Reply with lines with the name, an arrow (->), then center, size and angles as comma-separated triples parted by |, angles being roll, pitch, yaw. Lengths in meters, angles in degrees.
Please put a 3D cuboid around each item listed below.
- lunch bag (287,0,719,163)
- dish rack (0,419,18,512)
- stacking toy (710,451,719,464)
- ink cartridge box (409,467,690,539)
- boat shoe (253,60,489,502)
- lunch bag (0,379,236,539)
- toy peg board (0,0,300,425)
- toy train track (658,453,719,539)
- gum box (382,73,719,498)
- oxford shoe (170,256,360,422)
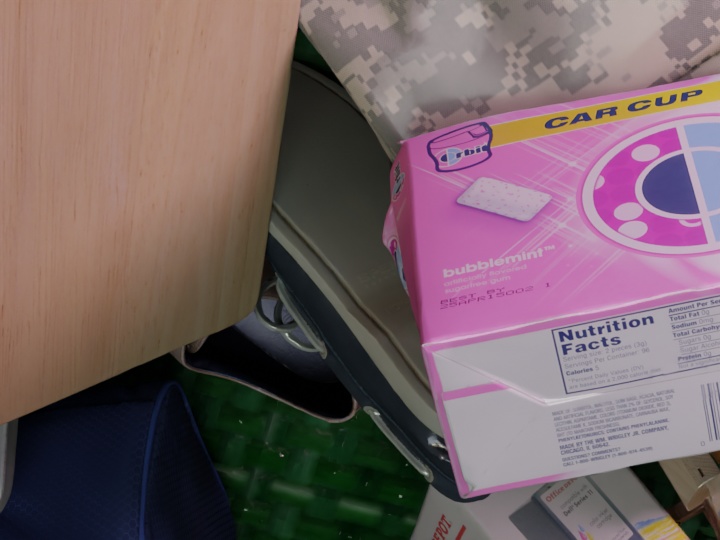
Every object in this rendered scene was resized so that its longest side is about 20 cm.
lunch bag -> 0.086, -0.104, 0.790 | 0.200, 0.139, 0.168 | -34, 120, 21
dish rack -> -0.216, 0.023, 0.878 | 0.200, 0.044, 0.172 | 2, 86, 21
stacking toy -> 0.181, 0.072, 0.854 | 0.110, 0.200, 0.116 | -27, 116, 16
ink cartridge box -> 0.082, 0.125, 0.883 | 0.067, 0.200, 0.117 | -34, 162, -18
boat shoe -> 0.000, 0.000, 0.849 | 0.075, 0.200, 0.062 | -24, 151, -30
lunch bag -> -0.132, 0.138, 0.910 | 0.132, 0.200, 0.136 | -6, 138, 10
toy peg board -> -0.129, -0.055, 0.746 | 0.098, 0.199, 0.200 | 38, 135, 32
toy train track -> 0.136, 0.106, 0.898 | 0.033, 0.115, 0.200 | -30, 156, 2
gum box -> 0.107, -0.004, 0.706 | 0.200, 0.114, 0.066 | -11, 126, 6
oxford shoe -> -0.073, -0.009, 0.890 | 0.200, 0.073, 0.071 | 31, 117, -14
